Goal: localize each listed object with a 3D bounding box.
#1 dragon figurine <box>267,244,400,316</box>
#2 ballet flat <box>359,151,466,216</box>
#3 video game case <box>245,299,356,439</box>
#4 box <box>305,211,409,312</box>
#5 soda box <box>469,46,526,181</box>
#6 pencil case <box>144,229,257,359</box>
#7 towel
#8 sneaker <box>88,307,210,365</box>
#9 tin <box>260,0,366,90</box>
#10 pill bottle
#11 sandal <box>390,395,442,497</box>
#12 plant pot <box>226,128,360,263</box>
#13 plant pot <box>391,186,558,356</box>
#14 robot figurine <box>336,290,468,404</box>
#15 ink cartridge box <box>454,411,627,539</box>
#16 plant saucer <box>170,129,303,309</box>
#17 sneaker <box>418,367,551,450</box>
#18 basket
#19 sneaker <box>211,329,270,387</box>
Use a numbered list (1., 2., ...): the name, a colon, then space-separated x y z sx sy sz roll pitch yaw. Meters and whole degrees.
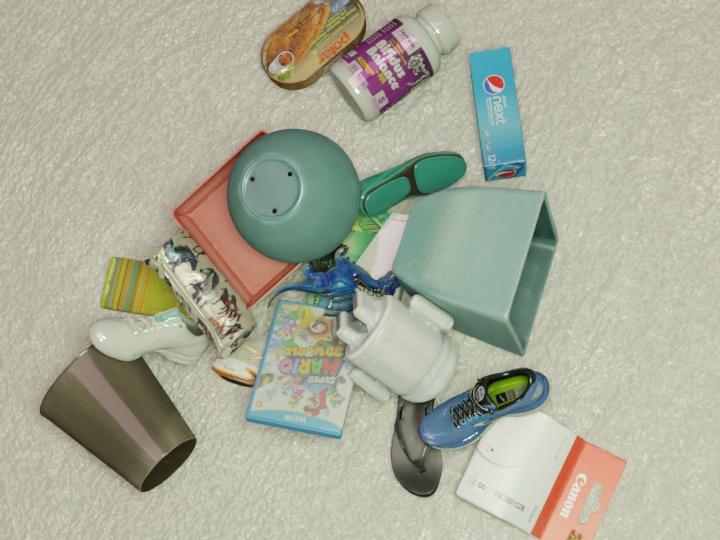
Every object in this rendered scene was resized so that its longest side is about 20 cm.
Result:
1. dragon figurine: -0.038 0.028 1.618 0.199 0.059 0.100 -22 57 -15
2. ballet flat: 0.071 -0.146 1.695 0.199 0.068 0.070 -25 33 -21
3. video game case: -0.076 0.143 1.592 0.142 0.018 0.201 10 59 7
4. box: 0.000 0.000 1.684 0.143 0.036 0.201 9 74 12
5. soda box: 0.218 -0.248 1.710 0.067 0.064 0.201 -7 72 7
6. pencil case: -0.236 0.037 1.609 0.200 0.089 0.078 52 131 6
7. towel: -0.319 0.035 1.738 0.199 0.018 0.087 9 80 11
8. sneaker: -0.309 0.087 1.620 0.089 0.199 0.076 -46 53 31
9. tin: -0.077 -0.387 1.817 0.200 0.042 0.112 -40 67 -4
10. pill bottle: 0.058 -0.339 1.740 0.200 0.112 0.112 -37 71 -3
11. sandal: 0.080 0.233 1.593 0.076 0.043 0.201 -5 72 8
12. plant pot: -0.109 -0.112 1.552 0.199 0.135 0.202 0 89 11
13. plant pot: 0.161 -0.012 1.584 0.199 0.196 0.197 14 75 20
14. robot figurine: 0.058 0.114 1.551 0.200 0.113 0.170 34 111 -14
15. ink cartridge box: 0.258 0.294 1.542 0.199 0.057 0.163 24 78 20
16. plant saucer: -0.157 -0.077 1.647 0.200 0.037 0.200 -41 81 7
17. sneaker: 0.168 0.186 1.526 0.199 0.089 0.079 -29 58 10
18. basket: -0.354 0.224 1.625 0.200 0.136 0.180 44 90 15
19. sneaker: -0.125 0.139 1.643 0.199 0.076 0.092 15 71 13
